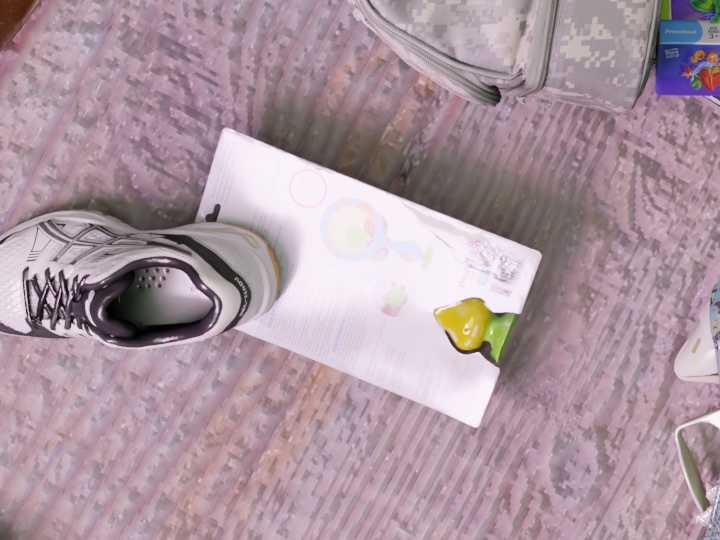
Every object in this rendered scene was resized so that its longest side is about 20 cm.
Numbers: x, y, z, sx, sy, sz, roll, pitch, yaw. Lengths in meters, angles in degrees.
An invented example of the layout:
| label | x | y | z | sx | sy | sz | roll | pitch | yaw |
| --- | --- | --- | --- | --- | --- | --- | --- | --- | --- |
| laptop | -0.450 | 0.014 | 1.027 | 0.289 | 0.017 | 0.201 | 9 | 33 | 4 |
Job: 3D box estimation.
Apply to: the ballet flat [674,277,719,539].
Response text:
| label | x | y | z | sx | sy | sz | roll | pitch | yaw |
| --- | --- | --- | --- | --- | --- | --- | --- | --- | --- |
| ballet flat | 0.215 | 0.077 | 1.644 | 0.074 | 0.074 | 0.201 | -3 | 94 | 4 |

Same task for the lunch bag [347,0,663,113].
| label | x | y | z | sx | sy | sz | roll | pitch | yaw |
| --- | --- | --- | --- | --- | --- | --- | --- | --- | --- |
| lunch bag | 0.076 | -0.161 | 1.557 | 0.167 | 0.200 | 0.140 | 9 | 95 | -1 |

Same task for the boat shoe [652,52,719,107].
| label | x | y | z | sx | sy | sz | roll | pitch | yaw |
| --- | --- | --- | --- | --- | --- | --- | --- | --- | --- |
| boat shoe | 0.246 | -0.090 | 1.618 | 0.199 | 0.074 | 0.068 | 19 | 117 | 7 |

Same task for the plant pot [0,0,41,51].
| label | x | y | z | sx | sy | sz | roll | pitch | yaw |
| --- | --- | --- | --- | --- | --- | --- | --- | --- | --- |
| plant pot | -0.284 | -0.227 | 1.593 | 0.200 | 0.187 | 0.187 | 32 | 98 | 14 |

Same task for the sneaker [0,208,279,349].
| label | x | y | z | sx | sy | sz | roll | pitch | yaw |
| --- | --- | --- | --- | --- | --- | --- | --- | --- | --- |
| sneaker | -0.151 | 0.008 | 1.631 | 0.199 | 0.088 | 0.076 | -5 | 104 | 21 |

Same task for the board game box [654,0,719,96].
| label | x | y | z | sx | sy | sz | roll | pitch | yaw |
| --- | --- | --- | --- | --- | --- | --- | --- | --- | --- |
| board game box | 0.265 | -0.161 | 1.579 | 0.199 | 0.045 | 0.135 | 1 | 52 | 3 |

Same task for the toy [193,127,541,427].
| label | x | y | z | sx | sy | sz | roll | pitch | yaw |
| --- | --- | --- | --- | --- | --- | --- | --- | --- | --- |
| toy | 0.000 | 0.000 | 1.651 | 0.200 | 0.047 | 0.115 | 23 | 111 | 11 |
